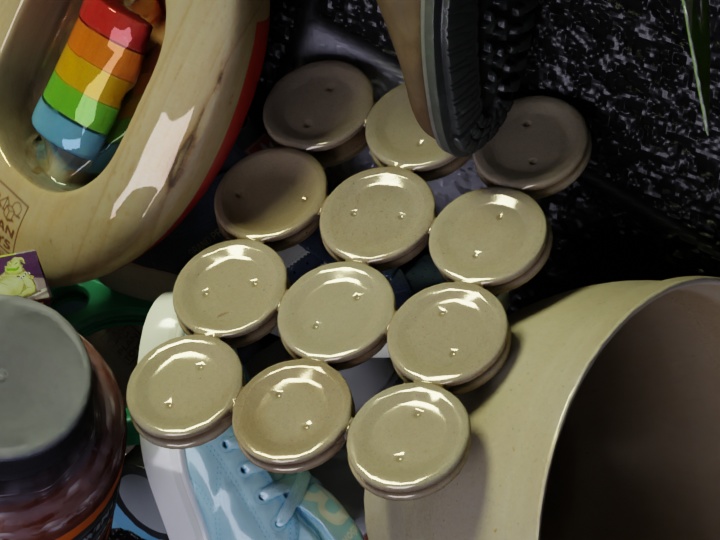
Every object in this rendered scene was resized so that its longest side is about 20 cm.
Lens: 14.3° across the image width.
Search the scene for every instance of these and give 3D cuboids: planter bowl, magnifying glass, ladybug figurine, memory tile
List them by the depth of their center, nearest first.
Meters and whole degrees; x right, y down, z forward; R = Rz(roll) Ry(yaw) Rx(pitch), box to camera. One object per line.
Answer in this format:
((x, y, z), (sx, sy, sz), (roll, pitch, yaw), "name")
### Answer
((0.000, 0.000, 1.181), (0.153, 0.200, 0.017), (10, 148, 23), "memory tile")
((0.088, 0.097, 1.212), (0.135, 0.200, 0.201), (7, 128, 43), "planter bowl")
((-0.100, -0.081, 1.228), (0.136, 0.072, 0.200), (41, 111, 31), "ladybug figurine")
((-0.137, 0.012, 1.324), (0.200, 0.079, 0.022), (44, 153, 42), "magnifying glass")

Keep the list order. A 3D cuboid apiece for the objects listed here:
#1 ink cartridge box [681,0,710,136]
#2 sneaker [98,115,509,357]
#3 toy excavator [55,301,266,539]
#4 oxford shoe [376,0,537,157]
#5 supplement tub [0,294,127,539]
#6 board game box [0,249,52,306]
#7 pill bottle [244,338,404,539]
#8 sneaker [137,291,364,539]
((0.073, -0.161, 1.028), (0.076, 0.148, 0.200), (-10, 120, 12), "ink cartridge box")
((-0.030, -0.021, 1.270), (0.200, 0.075, 0.085), (10, 116, 18), "sneaker")
((-0.152, 0.066, 1.407), (0.194, 0.100, 0.200), (43, 144, -2), "toy excavator")
((0.020, -0.141, 1.151), (0.084, 0.073, 0.200), (10, 121, 37), "oxford shoe")
((-0.152, 0.083, 1.193), (0.107, 0.107, 0.200), (32, 155, 7), "supplement tub")
((-0.207, 0.056, 1.261), (0.200, 0.120, 0.032), (117, 134, -60), "board game box")
((0.019, 0.122, 1.322), (0.112, 0.112, 0.200), (-14, 115, 39), "pill bottle")
((-0.037, 0.101, 1.232), (0.082, 0.074, 0.200), (-8, 107, 19), "sneaker")
